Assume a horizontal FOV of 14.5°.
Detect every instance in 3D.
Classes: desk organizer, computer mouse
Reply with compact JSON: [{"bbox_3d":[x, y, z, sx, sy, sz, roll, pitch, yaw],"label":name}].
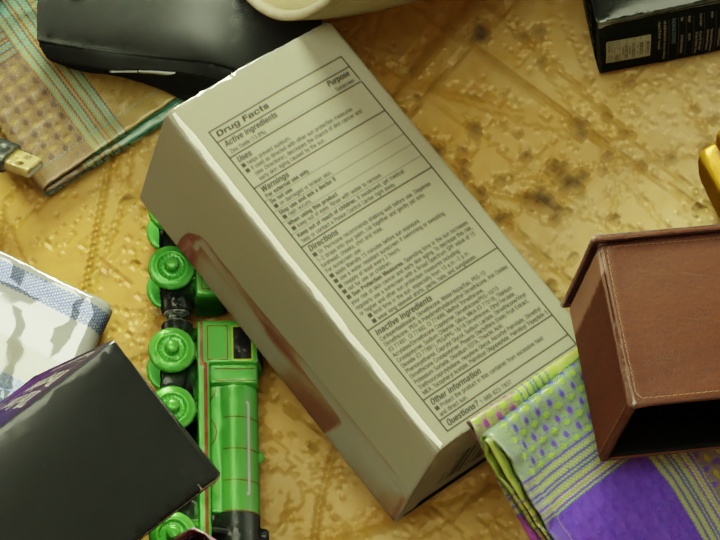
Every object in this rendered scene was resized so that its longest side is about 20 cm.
[{"bbox_3d":[0.195,0.025,1.220,0.199,0.072,0.077,-5,67,-10],"label":"desk organizer"},{"bbox_3d":[-0.127,-0.106,1.376,0.199,0.046,0.141,19,73,13],"label":"computer mouse"}]

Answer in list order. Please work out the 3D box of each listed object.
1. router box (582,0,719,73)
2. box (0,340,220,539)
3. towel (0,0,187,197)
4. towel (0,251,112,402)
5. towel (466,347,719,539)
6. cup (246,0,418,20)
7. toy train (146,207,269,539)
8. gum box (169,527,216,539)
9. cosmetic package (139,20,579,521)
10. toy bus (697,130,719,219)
[{"bbox_3d":[0.170,-0.209,1.398,0.149,0.062,0.201,-11,69,2],"label":"router box"},{"bbox_3d":[-0.156,0.107,1.224,0.141,0.200,0.079,-41,95,-17],"label":"box"},{"bbox_3d":[-0.112,-0.144,1.424,0.200,0.022,0.147,-34,69,-5],"label":"towel"},{"bbox_3d":[-0.222,0.073,1.352,0.146,0.024,0.201,23,75,11],"label":"towel"},{"bbox_3d":[0.149,0.119,1.247,0.143,0.023,0.201,-31,89,-29],"label":"towel"},{"bbox_3d":[0.032,-0.214,1.338,0.143,0.200,0.201,1,65,-30],"label":"cup"},{"bbox_3d":[-0.073,0.052,1.338,0.056,0.042,0.201,0,69,-6],"label":"toy train"},{"bbox_3d":[-0.019,0.201,1.237,0.200,0.114,0.066,37,77,17],"label":"gum box"},{"bbox_3d":[0.000,0.000,1.302,0.103,0.087,0.200,-30,75,-27],"label":"cosmetic package"},{"bbox_3d":[0.212,0.027,1.307,0.078,0.065,0.200,-30,70,-4],"label":"toy bus"}]
